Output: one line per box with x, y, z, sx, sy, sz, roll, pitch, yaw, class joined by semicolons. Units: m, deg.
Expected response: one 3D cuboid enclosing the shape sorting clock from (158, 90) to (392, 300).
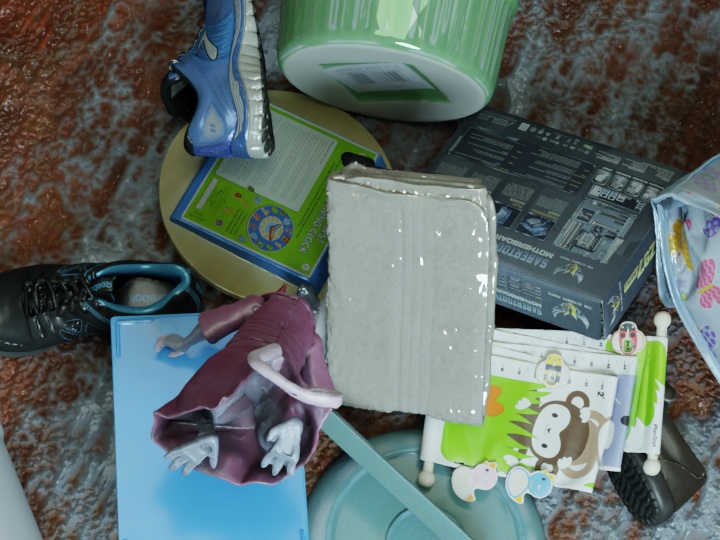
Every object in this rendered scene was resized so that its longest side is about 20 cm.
-0.066;-0.059;1.714;0.198;0.039;0.202;3;60;-5;shape sorting clock

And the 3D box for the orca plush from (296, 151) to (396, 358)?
0.000;0.000;1.652;0.104;0.071;0.202;-4;113;5;orca plush

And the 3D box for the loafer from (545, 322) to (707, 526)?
0.212;0.104;1.672;0.071;0.073;0.201;-18;75;-24;loafer

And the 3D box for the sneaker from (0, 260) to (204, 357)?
-0.222;0.019;1.649;0.198;0.082;0.074;-7;72;-7;sneaker

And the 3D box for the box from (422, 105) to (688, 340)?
0.141;-0.042;1.671;0.199;0.051;0.158;19;51;25;box

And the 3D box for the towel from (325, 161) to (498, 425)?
0.036;0.019;1.592;0.131;0.202;0.035;8;25;14;towel

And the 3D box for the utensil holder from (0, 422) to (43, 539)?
-0.305;0.225;1.520;0.169;0.170;0.201;-23;75;-13;utensil holder

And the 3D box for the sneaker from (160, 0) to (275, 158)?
-0.123;-0.172;1.715;0.088;0.079;0.201;-8;49;0;sneaker

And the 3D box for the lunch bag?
0.327;-0.003;1.655;0.169;0.127;0.201;-32;89;-43;lunch bag

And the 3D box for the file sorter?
-0.116;0.146;1.590;0.137;0.123;0.202;-2;70;-7;file sorter

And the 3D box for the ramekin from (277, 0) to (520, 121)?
0.026;-0.194;1.694;0.198;0.200;0.099;10;75;-2;ramekin

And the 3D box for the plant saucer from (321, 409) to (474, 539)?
0.026;0.161;1.602;0.200;0.070;0.019;41;88;10;plant saucer

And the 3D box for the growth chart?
0.143;0.107;1.625;0.198;0.018;0.146;-2;78;11;growth chart

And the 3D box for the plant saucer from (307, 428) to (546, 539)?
0.050;0.217;1.632;0.198;0.027;0.202;2;70;-5;plant saucer

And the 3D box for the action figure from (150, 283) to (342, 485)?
-0.074;0.060;1.483;0.133;0.149;0.201;27;37;-4;action figure
